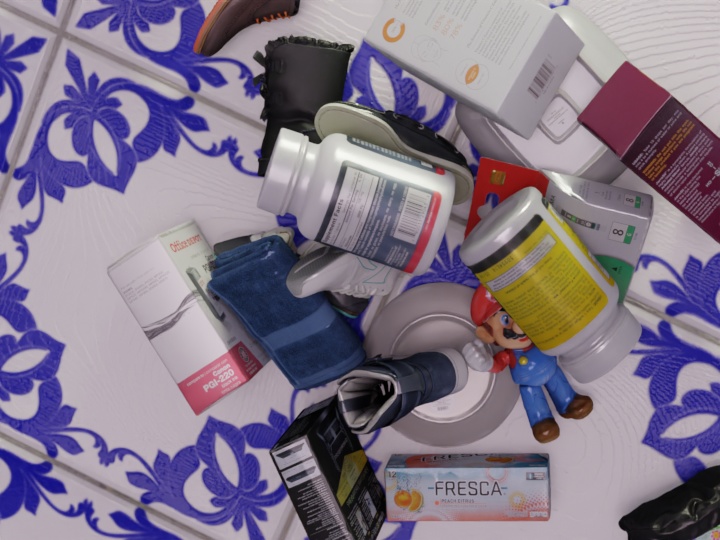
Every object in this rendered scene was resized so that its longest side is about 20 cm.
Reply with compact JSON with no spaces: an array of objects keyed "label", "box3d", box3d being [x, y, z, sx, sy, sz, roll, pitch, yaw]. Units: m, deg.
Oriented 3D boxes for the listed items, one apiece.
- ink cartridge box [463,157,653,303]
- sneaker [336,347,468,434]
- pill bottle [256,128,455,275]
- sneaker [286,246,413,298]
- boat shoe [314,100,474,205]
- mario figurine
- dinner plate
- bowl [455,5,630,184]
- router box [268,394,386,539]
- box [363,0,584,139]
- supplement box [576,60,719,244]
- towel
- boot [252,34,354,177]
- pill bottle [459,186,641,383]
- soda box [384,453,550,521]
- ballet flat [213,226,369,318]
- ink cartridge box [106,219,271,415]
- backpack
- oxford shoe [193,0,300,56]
[{"label":"ink cartridge box","box3d":[0.217,-0.035,1.564,0.197,0.050,0.162,12,134,4]},{"label":"sneaker","box3d":[0.008,0.146,1.582,0.201,0.145,0.078,-29,81,48]},{"label":"pill bottle","box3d":[-0.007,-0.080,1.500,0.197,0.120,0.121,19,101,-7]},{"label":"sneaker","box3d":[0.000,0.000,1.584,0.070,0.199,0.081,1,110,48]},{"label":"boat shoe","box3d":[0.041,-0.145,1.560,0.197,0.067,0.075,22,130,-9]},{"label":"mario figurine","box3d":[0.195,0.098,1.586,0.105,0.123,0.202,-22,104,38]},{"label":"dinner plate","box3d":[0.098,0.116,1.658,0.197,0.024,0.204,2,99,9]},{"label":"bowl","box3d":[0.226,-0.177,1.570,0.200,0.075,0.200,-43,90,11]},{"label":"router box","box3d":[-0.032,0.246,1.608,0.052,0.200,0.159,-24,93,12]},{"label":"box","box3d":[0.124,-0.252,1.516,0.199,0.097,0.125,35,95,31]},{"label":"supplement box","box3d":[0.344,-0.124,1.494,0.199,0.111,0.086,33,104,-31]},{"label":"towel","box3d":[-0.084,0.054,1.618,0.111,0.049,0.201,-21,120,28]},{"label":"boot","box3d":[-0.032,-0.186,1.616,0.195,0.073,0.165,5,91,3]},{"label":"pill bottle","box3d":[0.210,0.019,1.508,0.114,0.114,0.200,-40,99,12]},{"label":"soda box","box3d":[0.129,0.259,1.653,0.197,0.064,0.070,-1,98,9]},{"label":"ballet flat","box3d":[-0.076,-0.012,1.646,0.198,0.073,0.074,23,101,-1]},{"label":"ink cartridge box","box3d":[-0.197,0.051,1.635,0.084,0.146,0.201,-33,92,14]},{"label":"backpack","box3d":[0.410,0.348,1.587,0.165,0.127,0.202,-27,96,9]},{"label":"oxford shoe","box3d":[-0.114,-0.313,1.609,0.200,0.071,0.073,-43,95,12]}]
